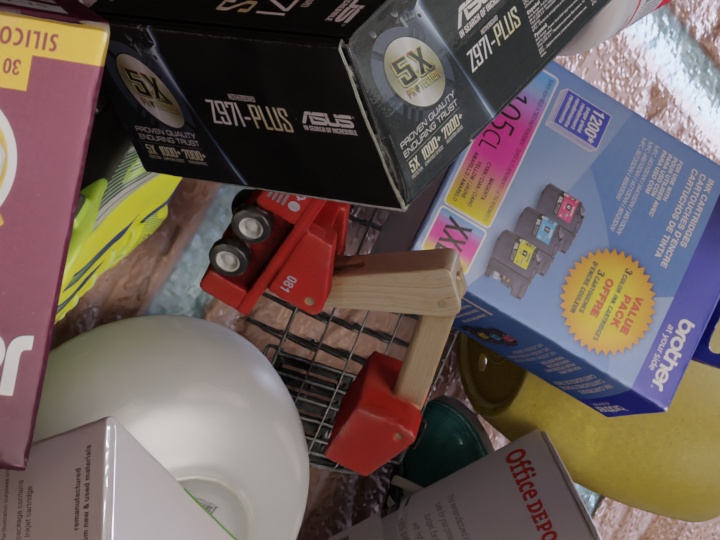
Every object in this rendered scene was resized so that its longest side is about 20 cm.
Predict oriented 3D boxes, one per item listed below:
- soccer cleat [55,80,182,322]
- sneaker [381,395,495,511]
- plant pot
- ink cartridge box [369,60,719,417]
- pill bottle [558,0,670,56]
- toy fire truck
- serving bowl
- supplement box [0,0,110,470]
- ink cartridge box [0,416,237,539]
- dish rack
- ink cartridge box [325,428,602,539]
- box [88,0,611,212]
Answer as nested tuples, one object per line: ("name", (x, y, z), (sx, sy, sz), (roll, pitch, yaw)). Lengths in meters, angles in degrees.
("soccer cleat", (-0.130, -0.021, 1.212), (0.201, 0.064, 0.084), (-56, 141, -13))
("sneaker", (0.032, 0.174, 1.459), (0.080, 0.071, 0.202), (-19, 122, -45))
("plant pot", (0.140, 0.040, 1.449), (0.141, 0.200, 0.202), (7, 103, -23))
("ink cartridge box", (0.121, -0.013, 1.323), (0.199, 0.076, 0.137), (30, 76, -16))
("pill bottle", (0.150, -0.199, 1.290), (0.199, 0.112, 0.113), (-33, 128, -34))
("toy fire truck", (0.000, 0.000, 1.231), (0.200, 0.140, 0.049), (-53, -170, 39))
("serving bowl", (-0.106, 0.126, 1.263), (0.199, 0.066, 0.202), (-15, 122, -26))
("supplement box", (-0.197, -0.028, 1.079), (0.130, 0.103, 0.202), (7, 103, -22))
("ink cartridge box", (-0.164, 0.163, 1.152), (0.146, 0.199, 0.084), (50, 28, -44))
("dish rack", (0.004, 0.011, 1.375), (0.153, 0.054, 0.201), (20, 94, -47))
("ink cartridge box", (0.041, 0.191, 1.352), (0.199, 0.147, 0.086), (-26, 114, 2))
("box", (0.004, -0.126, 1.116), (0.200, 0.163, 0.087), (-45, 128, -32))
